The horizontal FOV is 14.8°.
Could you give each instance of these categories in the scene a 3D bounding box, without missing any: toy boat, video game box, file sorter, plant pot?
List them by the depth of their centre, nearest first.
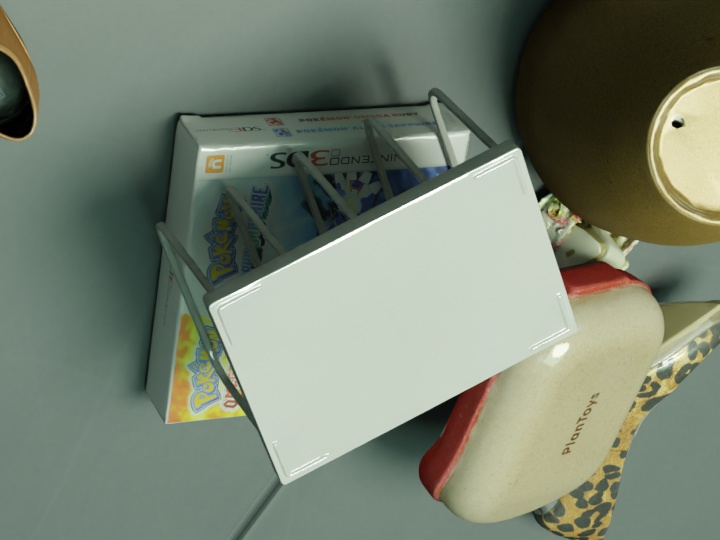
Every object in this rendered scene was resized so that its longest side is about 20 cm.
[{"bbox_3d":[0.000,0.000,1.641,0.200,0.125,0.139,-27,126,-9],"label":"file sorter"},{"bbox_3d":[0.197,-0.089,1.650,0.186,0.200,0.186,-1,103,-4],"label":"plant pot"},{"bbox_3d":[-0.034,-0.005,1.729,0.182,0.047,0.200,-4,121,-21],"label":"video game box"},{"bbox_3d":[0.096,0.063,1.776,0.130,0.131,0.200,-10,136,-41],"label":"toy boat"}]

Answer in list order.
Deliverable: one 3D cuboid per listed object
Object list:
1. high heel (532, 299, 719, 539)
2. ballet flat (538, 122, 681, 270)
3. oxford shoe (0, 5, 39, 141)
[{"bbox_3d":[0.191,0.103,1.881,0.200,0.071,0.143,-29,123,14],"label":"high heel"},{"bbox_3d":[0.164,-0.037,1.792,0.076,0.064,0.200,32,103,-37],"label":"ballet flat"},{"bbox_3d":[-0.233,-0.150,1.526,0.071,0.071,0.200,-37,127,2],"label":"oxford shoe"}]
